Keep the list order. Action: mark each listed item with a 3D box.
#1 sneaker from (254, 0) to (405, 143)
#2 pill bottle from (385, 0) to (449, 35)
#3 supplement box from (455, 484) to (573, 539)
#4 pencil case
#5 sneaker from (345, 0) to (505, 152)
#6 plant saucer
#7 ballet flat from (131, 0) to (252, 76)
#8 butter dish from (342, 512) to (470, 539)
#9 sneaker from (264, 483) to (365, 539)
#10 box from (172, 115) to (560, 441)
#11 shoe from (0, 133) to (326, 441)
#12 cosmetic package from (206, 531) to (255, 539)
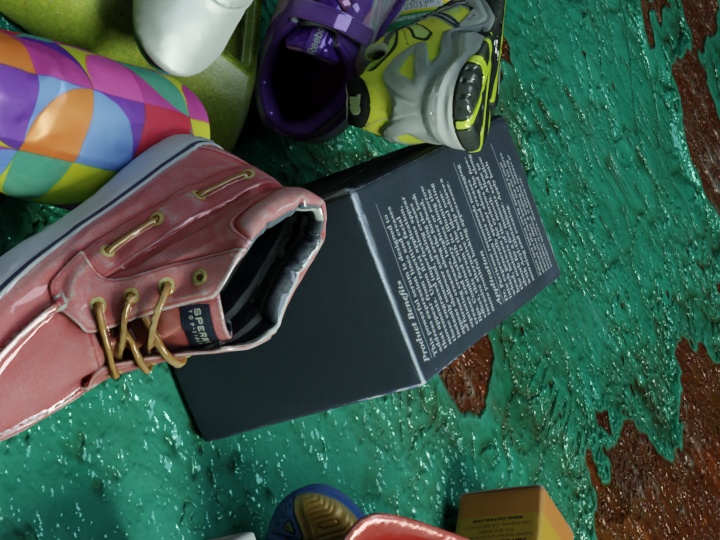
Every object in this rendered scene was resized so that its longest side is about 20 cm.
[{"bbox_3d":[-0.013,-0.158,0.887,0.089,0.080,0.201,-60,171,-68],"label":"sneaker"},{"bbox_3d":[0.022,-0.226,1.039,0.113,0.112,0.201,5,71,-56],"label":"pill bottle"},{"bbox_3d":[0.089,0.239,0.966,0.067,0.068,0.201,56,33,-41],"label":"supplement box"},{"bbox_3d":[-0.160,-0.073,0.719,0.200,0.088,0.089,13,65,-57],"label":"pencil case"},{"bbox_3d":[0.042,-0.121,0.872,0.200,0.076,0.076,-58,150,-71],"label":"sneaker"},{"bbox_3d":[-0.116,-0.193,0.871,0.199,0.048,0.201,35,48,-45],"label":"plant saucer"},{"bbox_3d":[-0.068,-0.187,0.834,0.070,0.069,0.201,52,38,-30],"label":"ballet flat"},{"bbox_3d":[0.060,0.251,0.766,0.199,0.148,0.200,27,87,-34],"label":"butter dish"},{"bbox_3d":[0.004,0.191,0.870,0.088,0.075,0.201,-67,141,-56],"label":"sneaker"},{"bbox_3d":[0.000,0.000,0.866,0.200,0.148,0.108,-30,101,-57],"label":"box"},{"bbox_3d":[-0.104,0.017,0.688,0.200,0.091,0.072,-46,141,-29],"label":"shoe"},{"bbox_3d":[-0.116,0.194,0.660,0.200,0.090,0.107,-13,87,-55],"label":"cosmetic package"}]
